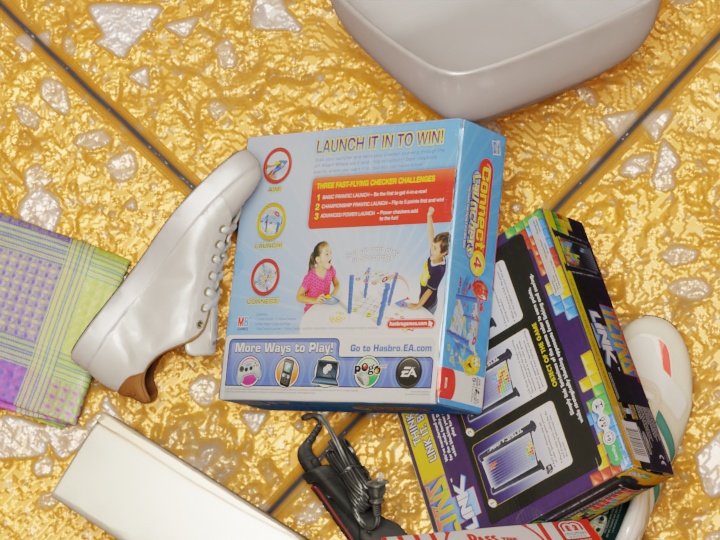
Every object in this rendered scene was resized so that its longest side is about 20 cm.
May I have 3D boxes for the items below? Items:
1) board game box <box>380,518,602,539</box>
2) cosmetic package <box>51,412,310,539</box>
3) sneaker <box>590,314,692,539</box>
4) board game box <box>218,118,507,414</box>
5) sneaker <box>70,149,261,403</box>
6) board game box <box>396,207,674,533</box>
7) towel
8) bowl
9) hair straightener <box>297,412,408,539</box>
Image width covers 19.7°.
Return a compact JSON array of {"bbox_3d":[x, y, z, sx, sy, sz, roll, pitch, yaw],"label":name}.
[{"bbox_3d":[0.074,0.265,1.375,0.151,0.046,0.200,-2,119,-21],"label":"board game box"},{"bbox_3d":[-0.109,0.185,1.460,0.200,0.104,0.073,30,83,8],"label":"cosmetic package"},{"bbox_3d":[0.188,0.125,1.448,0.070,0.093,0.200,18,82,8],"label":"sneaker"},{"bbox_3d":[0.000,0.000,1.456,0.200,0.056,0.196,-1,78,39],"label":"board game box"},{"bbox_3d":[-0.118,0.008,1.490,0.085,0.073,0.200,37,101,4],"label":"sneaker"},{"bbox_3d":[0.106,0.085,1.422,0.165,0.057,0.200,-33,60,31],"label":"board game box"},{"bbox_3d":[-0.284,0.026,1.544,0.200,0.023,0.144,16,81,7],"label":"towel"},{"bbox_3d":[0.094,-0.181,1.475,0.200,0.075,0.200,-24,43,-19],"label":"bowl"},{"bbox_3d":[0.010,0.163,1.446,0.041,0.077,0.200,-7,45,-29],"label":"hair straightener"}]
